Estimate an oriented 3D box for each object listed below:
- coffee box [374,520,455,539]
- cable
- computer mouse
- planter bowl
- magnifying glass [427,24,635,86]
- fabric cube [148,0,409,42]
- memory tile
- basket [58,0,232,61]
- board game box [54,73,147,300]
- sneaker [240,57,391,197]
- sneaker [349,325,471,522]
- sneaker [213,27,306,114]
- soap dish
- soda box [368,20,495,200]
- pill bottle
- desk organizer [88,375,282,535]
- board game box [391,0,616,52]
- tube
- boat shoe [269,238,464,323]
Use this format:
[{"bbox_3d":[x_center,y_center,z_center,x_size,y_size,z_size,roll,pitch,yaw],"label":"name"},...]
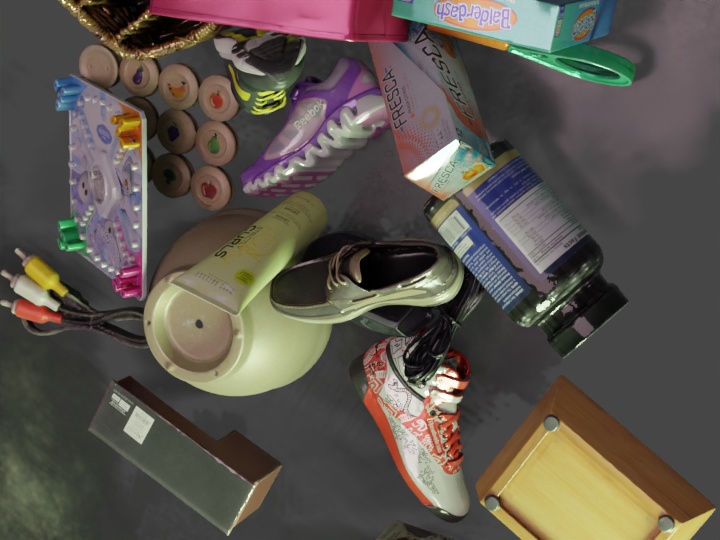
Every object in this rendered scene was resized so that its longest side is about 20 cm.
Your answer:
[{"bbox_3d":[0.100,0.340,1.665,0.199,0.113,0.080,16,108,19],"label":"coffee box"},{"bbox_3d":[-0.320,0.054,1.820,0.199,0.050,0.098,27,112,18],"label":"cable"},{"bbox_3d":[0.025,0.029,1.642,0.199,0.053,0.139,25,76,27],"label":"computer mouse"},{"bbox_3d":[-0.145,0.046,1.695,0.199,0.135,0.202,6,105,23],"label":"planter bowl"},{"bbox_3d":[0.160,-0.208,1.513,0.199,0.080,0.023,18,87,3],"label":"magnifying glass"},{"bbox_3d":[-0.058,-0.315,1.446,0.195,0.200,0.201,10,100,13],"label":"fabric cube"},{"bbox_3d":[-0.220,-0.156,1.740,0.199,0.017,0.154,17,113,20],"label":"memory tile"},{"bbox_3d":[-0.193,-0.300,1.630,0.199,0.149,0.143,-31,88,25],"label":"basket"},{"bbox_3d":[-0.278,-0.090,1.713,0.200,0.026,0.202,30,122,53],"label":"board game box"},{"bbox_3d":[-0.049,-0.147,1.645,0.200,0.080,0.089,-34,74,29],"label":"sneaker"},{"bbox_3d":[0.080,0.154,1.657,0.108,0.067,0.202,-34,84,29],"label":"sneaker"},{"bbox_3d":[-0.090,-0.194,1.600,0.074,0.200,0.085,-18,109,-9],"label":"sneaker"},{"bbox_3d":[0.226,0.229,1.601,0.200,0.081,0.158,41,115,12],"label":"soap dish"},{"bbox_3d":[0.064,-0.169,1.534,0.068,0.063,0.201,-34,50,26],"label":"soda box"},{"bbox_3d":[0.162,-0.018,1.556,0.112,0.112,0.200,-43,83,26],"label":"pill bottle"},{"bbox_3d":[-0.192,0.194,1.780,0.199,0.077,0.072,35,113,13],"label":"desk organizer"},{"bbox_3d":[0.135,-0.243,1.468,0.151,0.200,0.045,17,108,20],"label":"board game box"},{"bbox_3d":[-0.101,-0.017,1.611,0.058,0.200,0.052,-16,107,39],"label":"tube"},{"bbox_3d":[0.000,0.000,1.591,0.198,0.073,0.075,-11,62,14],"label":"boat shoe"}]
